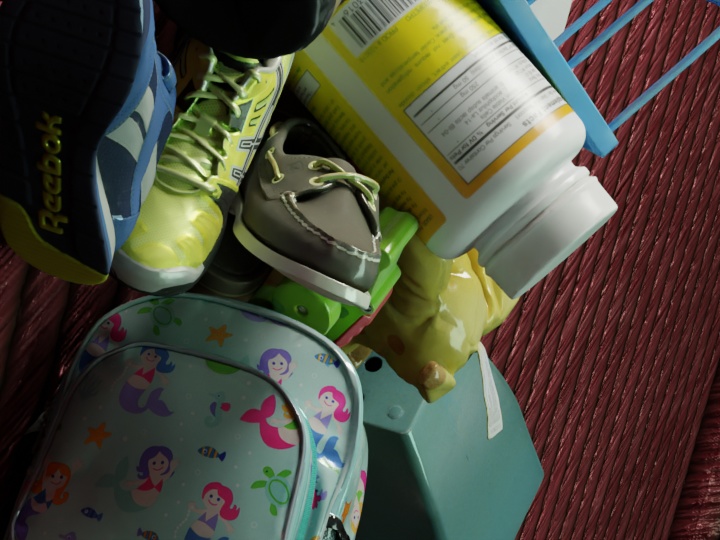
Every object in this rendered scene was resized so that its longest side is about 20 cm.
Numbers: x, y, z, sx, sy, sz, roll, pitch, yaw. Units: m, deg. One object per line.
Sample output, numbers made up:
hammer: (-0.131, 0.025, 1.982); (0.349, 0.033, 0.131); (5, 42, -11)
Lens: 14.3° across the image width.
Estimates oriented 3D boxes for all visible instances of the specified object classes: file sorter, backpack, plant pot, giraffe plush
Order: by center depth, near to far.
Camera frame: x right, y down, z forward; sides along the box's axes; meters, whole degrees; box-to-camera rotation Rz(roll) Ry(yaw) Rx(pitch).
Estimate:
backpack: (-0.086, 0.112, 1.487); (0.151, 0.177, 0.201); (86, 23, -64)
file sorter: (0.099, -0.189, 1.607); (0.123, 0.139, 0.200); (-40, 117, -8)
giraffe plush: (0.000, 0.000, 1.710); (0.172, 0.161, 0.201); (-4, 93, -64)
plant pot: (0.024, 0.119, 1.942); (0.142, 0.141, 0.200); (-62, 154, -30)

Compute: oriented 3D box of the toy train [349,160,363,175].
toy train: (0.042, -0.105, 1.782); (0.200, 0.115, 0.085); (56, 53, -70)

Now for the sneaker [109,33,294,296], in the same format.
sneaker: (-0.086, -0.074, 1.453); (0.077, 0.075, 0.201); (115, -5, -50)

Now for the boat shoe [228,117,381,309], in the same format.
boat shoe: (-0.025, -0.032, 1.471); (0.060, 0.072, 0.202); (-59, -163, 7)

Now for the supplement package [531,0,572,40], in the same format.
supplement package: (0.079, -0.244, 1.748); (0.121, 0.119, 0.201); (-25, 131, -71)

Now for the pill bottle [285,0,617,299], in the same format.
pill bottle: (0.046, -0.084, 1.557); (0.109, 0.200, 0.109); (-40, 175, -4)

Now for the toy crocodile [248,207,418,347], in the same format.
toy crocodile: (-0.030, 0.029, 1.586); (0.200, 0.062, 0.068); (-41, -172, 42)

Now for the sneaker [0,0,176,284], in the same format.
sneaker: (-0.126, -0.087, 1.334); (0.082, 0.074, 0.201); (-56, 166, -42)

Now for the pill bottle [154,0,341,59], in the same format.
pill bottle: (-0.028, -0.210, 1.449); (0.112, 0.111, 0.200); (89, 25, -49)

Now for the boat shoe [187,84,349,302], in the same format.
boat shoe: (-0.053, -0.055, 1.628); (0.200, 0.072, 0.068); (-55, 179, -34)
